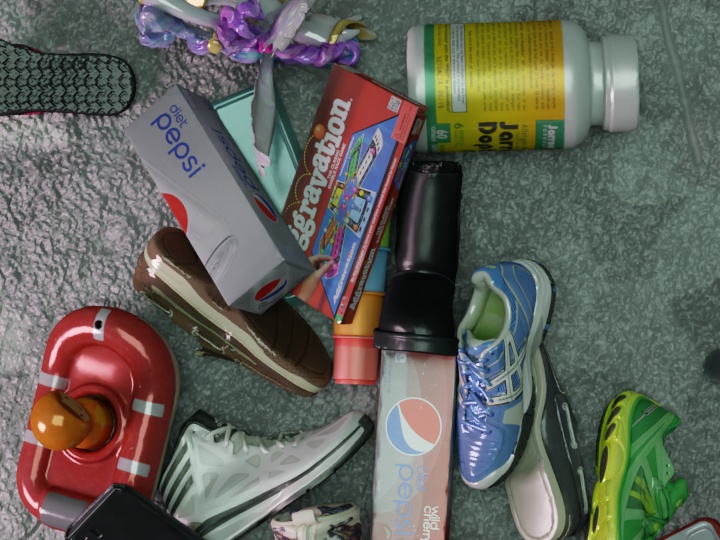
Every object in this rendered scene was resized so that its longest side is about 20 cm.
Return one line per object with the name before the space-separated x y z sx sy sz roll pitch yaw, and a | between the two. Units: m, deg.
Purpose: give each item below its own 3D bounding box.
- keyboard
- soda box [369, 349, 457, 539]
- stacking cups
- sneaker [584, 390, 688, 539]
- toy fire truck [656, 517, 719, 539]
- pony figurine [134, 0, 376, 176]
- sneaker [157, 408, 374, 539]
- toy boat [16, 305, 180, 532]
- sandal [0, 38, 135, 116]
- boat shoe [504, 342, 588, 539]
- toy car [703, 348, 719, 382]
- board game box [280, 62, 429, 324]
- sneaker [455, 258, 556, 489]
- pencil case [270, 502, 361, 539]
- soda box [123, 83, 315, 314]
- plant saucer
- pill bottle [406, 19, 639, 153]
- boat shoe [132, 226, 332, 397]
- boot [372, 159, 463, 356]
keyboard | -0.173 0.275 1.614 0.200 0.021 0.127 40 107 -19
soda box | 0.047 0.171 1.625 0.069 0.063 0.202 4 87 5
stacking cups | 0.000 0.000 1.641 0.060 0.061 0.202 3 89 4
sneaker | 0.240 0.201 1.587 0.083 0.074 0.202 13 67 -4
toy fire truck | 0.252 0.323 1.590 0.199 0.112 0.169 -27 59 3
pony figurine | -0.094 -0.205 1.612 0.198 0.194 0.168 22 127 0
sneaker | -0.092 0.157 1.628 0.200 0.076 0.116 -34 86 3
toy boat | -0.240 0.130 1.604 0.129 0.131 0.202 12 86 19
sandal | -0.305 -0.173 1.688 0.198 0.045 0.076 6 92 -11
boat shoe | 0.158 0.140 1.632 0.072 0.062 0.202 -22 72 43
toy car | 0.397 0.102 1.595 0.165 0.158 0.200 -49 56 -4
board game box | -0.016 -0.067 1.601 0.103 0.019 0.202 31 108 35
sneaker | 0.107 0.087 1.590 0.075 0.077 0.202 8 90 42
pencil case | -0.032 0.296 1.591 0.077 0.089 0.202 -4 96 6
soda box | -0.125 -0.062 1.622 0.068 0.063 0.201 -38 69 14
plant saucer | -0.076 -0.070 1.674 0.069 0.019 0.202 -22 86 2
pill bottle | 0.141 -0.161 1.619 0.198 0.113 0.114 -1 86 3
boat shoe | -0.117 0.048 1.651 0.202 0.075 0.075 41 124 0
boot | 0.055 -0.013 1.577 0.072 0.198 0.164 7 93 1
